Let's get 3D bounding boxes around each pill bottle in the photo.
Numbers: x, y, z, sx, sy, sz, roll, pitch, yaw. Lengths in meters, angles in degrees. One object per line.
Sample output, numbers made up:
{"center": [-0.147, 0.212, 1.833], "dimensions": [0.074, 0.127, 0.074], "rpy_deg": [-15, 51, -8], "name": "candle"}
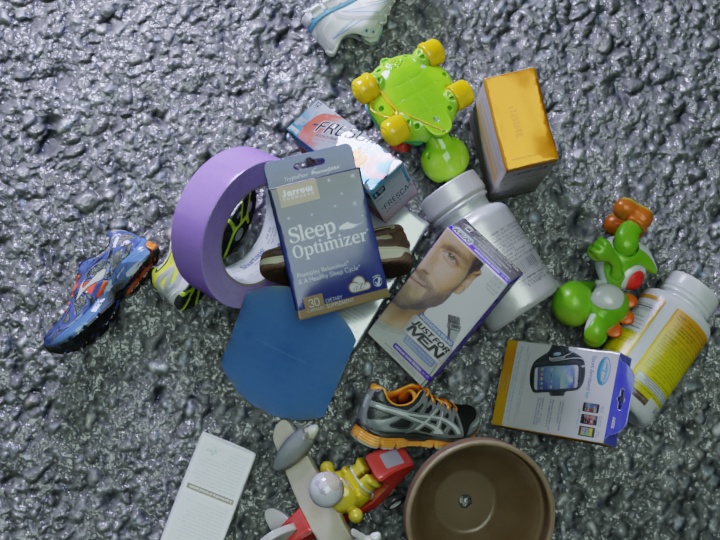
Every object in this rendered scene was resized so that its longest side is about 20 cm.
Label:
{"center": [0.398, 0.102, 1.585], "dimensions": [0.109, 0.109, 0.201], "rpy_deg": [38, 81, 3], "name": "pill bottle"}
{"center": [0.170, -0.029, 1.587], "dimensions": [0.114, 0.114, 0.201], "rpy_deg": [-31, 85, -8], "name": "pill bottle"}

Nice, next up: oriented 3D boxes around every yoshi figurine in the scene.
{"center": [0.322, 0.002, 1.591], "dimensions": [0.112, 0.111, 0.202], "rpy_deg": [36, 67, -32], "name": "yoshi figurine"}

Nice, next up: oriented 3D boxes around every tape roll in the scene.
{"center": [-0.151, -0.056, 1.526], "dimensions": [0.065, 0.200, 0.201], "rpy_deg": [24, 77, 36], "name": "tape roll"}

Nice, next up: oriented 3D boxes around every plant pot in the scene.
{"center": [0.147, 0.312, 1.531], "dimensions": [0.198, 0.093, 0.204], "rpy_deg": [-1, 95, -9], "name": "plant pot"}

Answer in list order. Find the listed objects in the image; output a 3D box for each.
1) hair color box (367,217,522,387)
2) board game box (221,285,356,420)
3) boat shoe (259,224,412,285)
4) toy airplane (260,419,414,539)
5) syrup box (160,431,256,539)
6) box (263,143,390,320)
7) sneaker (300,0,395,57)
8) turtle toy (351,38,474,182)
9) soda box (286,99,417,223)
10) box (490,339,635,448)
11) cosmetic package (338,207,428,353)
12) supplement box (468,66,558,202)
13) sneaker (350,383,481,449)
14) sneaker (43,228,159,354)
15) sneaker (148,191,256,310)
{"center": [0.109, 0.043, 1.536], "dimensions": [0.109, 0.065, 0.201], "rpy_deg": [43, 118, 12], "name": "hair color box"}
{"center": [-0.093, 0.102, 1.553], "dimensions": [0.156, 0.039, 0.202], "rpy_deg": [25, 119, 3], "name": "board game box"}
{"center": [-0.034, -0.027, 1.530], "dimensions": [0.199, 0.075, 0.076], "rpy_deg": [-2, 65, -8], "name": "boat shoe"}
{"center": [-0.046, 0.300, 1.504], "dimensions": [0.197, 0.141, 0.201], "rpy_deg": [11, 68, 16], "name": "toy airplane"}
{"center": [-0.206, 0.319, 1.522], "dimensions": [0.081, 0.079, 0.202], "rpy_deg": [22, 80, -1], "name": "syrup box"}
{"center": [-0.044, -0.050, 1.466], "dimensions": [0.119, 0.032, 0.203], "rpy_deg": [-14, 91, -7], "name": "box"}
{"center": [0.019, -0.371, 1.660], "dimensions": [0.198, 0.075, 0.087], "rpy_deg": [-31, 91, 0], "name": "sneaker"}
{"center": [0.082, -0.212, 1.610], "dimensions": [0.145, 0.101, 0.201], "rpy_deg": [-28, 72, -14], "name": "turtle toy"}
{"center": [-0.013, -0.149, 1.566], "dimensions": [0.064, 0.069, 0.200], "rpy_deg": [-43, 50, -9], "name": "soda box"}
{"center": [0.273, 0.162, 1.540], "dimensions": [0.198, 0.041, 0.121], "rpy_deg": [5, 78, 40], "name": "box"}
{"center": [0.000, 0.000, 1.591], "dimensions": [0.101, 0.071, 0.201], "rpy_deg": [31, 80, 3], "name": "cosmetic package"}
{"center": [0.203, -0.178, 1.569], "dimensions": [0.072, 0.200, 0.128], "rpy_deg": [-13, 83, -2], "name": "supplement box"}
{"center": [0.082, 0.187, 1.531], "dimensions": [0.198, 0.078, 0.078], "rpy_deg": [2, 102, -36], "name": "sneaker"}
{"center": [-0.357, 0.028, 1.570], "dimensions": [0.078, 0.075, 0.201], "rpy_deg": [36, 72, 11], "name": "sneaker"}
{"center": [-0.214, -0.047, 1.585], "dimensions": [0.076, 0.076, 0.201], "rpy_deg": [29, 72, 18], "name": "sneaker"}
